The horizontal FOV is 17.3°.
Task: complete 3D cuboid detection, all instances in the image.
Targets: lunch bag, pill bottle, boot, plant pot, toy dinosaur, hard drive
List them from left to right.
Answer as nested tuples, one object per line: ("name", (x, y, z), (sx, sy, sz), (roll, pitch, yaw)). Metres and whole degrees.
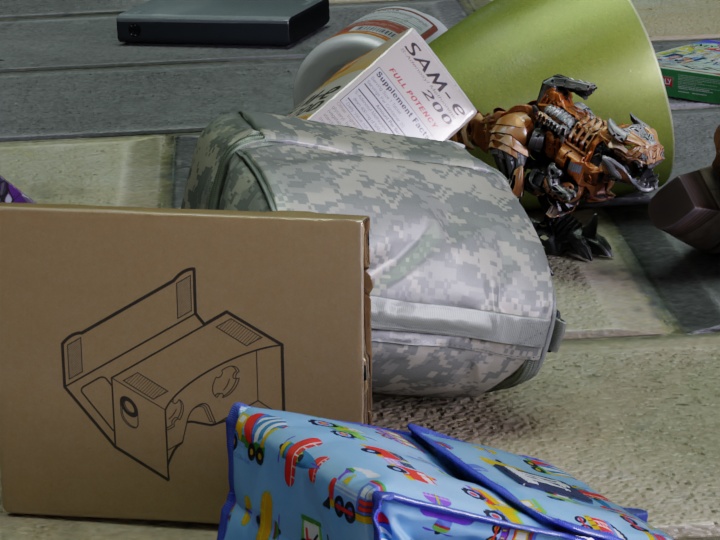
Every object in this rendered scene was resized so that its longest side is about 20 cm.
("hard drive", (-0.148, -0.273, 2.584), (0.199, 0.033, 0.140), (3, 17, 17))
("lunch bag", (0.000, 0.000, 1.350), (0.199, 0.140, 0.168), (8, 14, -24))
("pill bottle", (0.021, -0.164, 2.034), (0.111, 0.113, 0.200), (2, 16, 16))
("lunch bag", (0.052, 0.126, 1.095), (0.199, 0.095, 0.150), (3, 10, -30))
("plant pot", (0.107, -0.118, 1.792), (0.199, 0.188, 0.187), (-21, 20, -11))
("toy dinosaur", (0.129, -0.072, 1.651), (0.102, 0.137, 0.200), (-10, 18, -23))
("boot", (0.294, -0.069, 1.615), (0.146, 0.071, 0.200), (-3, -18, -47))

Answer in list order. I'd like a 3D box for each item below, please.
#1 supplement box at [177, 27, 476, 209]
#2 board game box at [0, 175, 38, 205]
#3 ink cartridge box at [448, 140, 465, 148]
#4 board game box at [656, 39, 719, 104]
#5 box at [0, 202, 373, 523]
("supplement box", (-0.035, -0.059, 1.523), (0.200, 0.074, 0.126), (-42, 9, -21))
("board game box", (-0.134, 0.017, 1.286), (0.200, 0.032, 0.120), (37, -5, -4))
("ink cartridge box", (0.033, -0.020, 1.547), (0.037, 0.095, 0.200), (16, 18, 6))
("board game box", (0.361, -0.180, 2.196), (0.199, 0.029, 0.134), (13, 23, 43))
("box", (-0.091, 0.049, 1.202), (0.199, 0.165, 0.021), (2, 13, 14))
